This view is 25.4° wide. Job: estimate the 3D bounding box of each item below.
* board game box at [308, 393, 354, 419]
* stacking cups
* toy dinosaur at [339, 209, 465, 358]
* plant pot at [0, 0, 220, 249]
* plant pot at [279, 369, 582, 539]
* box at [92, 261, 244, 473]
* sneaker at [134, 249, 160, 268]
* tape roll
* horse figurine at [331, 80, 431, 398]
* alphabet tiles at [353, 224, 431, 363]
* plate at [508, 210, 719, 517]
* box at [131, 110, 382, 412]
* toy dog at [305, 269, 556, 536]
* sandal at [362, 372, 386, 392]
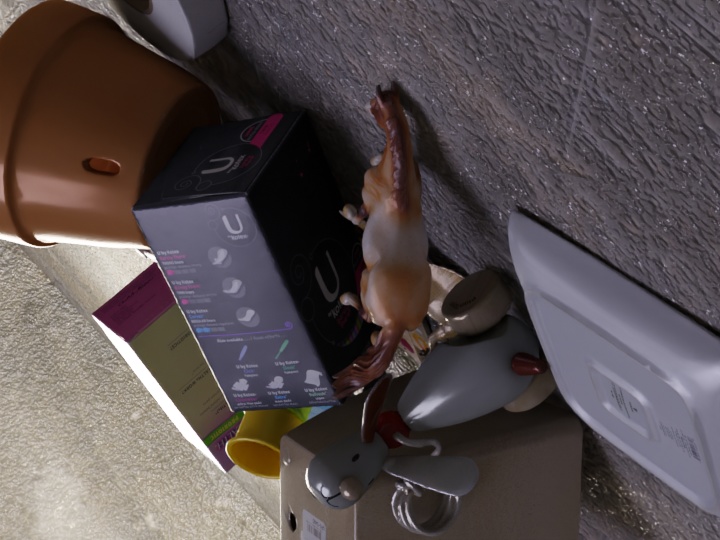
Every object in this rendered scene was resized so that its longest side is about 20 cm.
[{"bbox_3d":[-0.084,0.050,1.471,0.153,0.040,0.200,29,-150,-60],"label":"board game box"},{"bbox_3d":[-0.054,0.079,1.348,0.060,0.200,0.061,12,142,10],"label":"stacking cups"},{"bbox_3d":[0.050,0.014,1.207,0.200,0.058,0.101,44,152,-13],"label":"toy dinosaur"},{"bbox_3d":[-0.203,-0.101,1.271,0.140,0.200,0.200,18,156,16],"label":"plant pot"},{"bbox_3d":[0.042,0.196,1.253,0.200,0.177,0.200,23,115,60],"label":"plant pot"},{"bbox_3d":[-0.143,0.072,1.652,0.097,0.176,0.200,28,156,54],"label":"box"},{"bbox_3d":[-0.151,-0.034,1.387,0.200,0.071,0.098,34,162,28],"label":"sneaker"},{"bbox_3d":[-0.179,-0.249,1.214,0.203,0.037,0.203,46,165,16],"label":"tape roll"},{"bbox_3d":[0.015,-0.014,1.066,0.133,0.050,0.200,158,115,-75],"label":"horse figurine"},{"bbox_3d":[0.000,0.000,1.382,0.166,0.006,0.200,38,162,36],"label":"alphabet tiles"},{"bbox_3d":[0.174,0.074,1.000,0.200,0.032,0.200,36,161,41],"label":"plate"},{"bbox_3d":[-0.071,-0.004,1.230,0.106,0.122,0.200,-6,124,28],"label":"box"},{"bbox_3d":[0.060,0.098,1.093,0.132,0.200,0.096,30,-178,-20],"label":"toy dog"},{"bbox_3d":[0.018,0.136,1.469,0.076,0.043,0.200,72,175,-62],"label":"sandal"}]
